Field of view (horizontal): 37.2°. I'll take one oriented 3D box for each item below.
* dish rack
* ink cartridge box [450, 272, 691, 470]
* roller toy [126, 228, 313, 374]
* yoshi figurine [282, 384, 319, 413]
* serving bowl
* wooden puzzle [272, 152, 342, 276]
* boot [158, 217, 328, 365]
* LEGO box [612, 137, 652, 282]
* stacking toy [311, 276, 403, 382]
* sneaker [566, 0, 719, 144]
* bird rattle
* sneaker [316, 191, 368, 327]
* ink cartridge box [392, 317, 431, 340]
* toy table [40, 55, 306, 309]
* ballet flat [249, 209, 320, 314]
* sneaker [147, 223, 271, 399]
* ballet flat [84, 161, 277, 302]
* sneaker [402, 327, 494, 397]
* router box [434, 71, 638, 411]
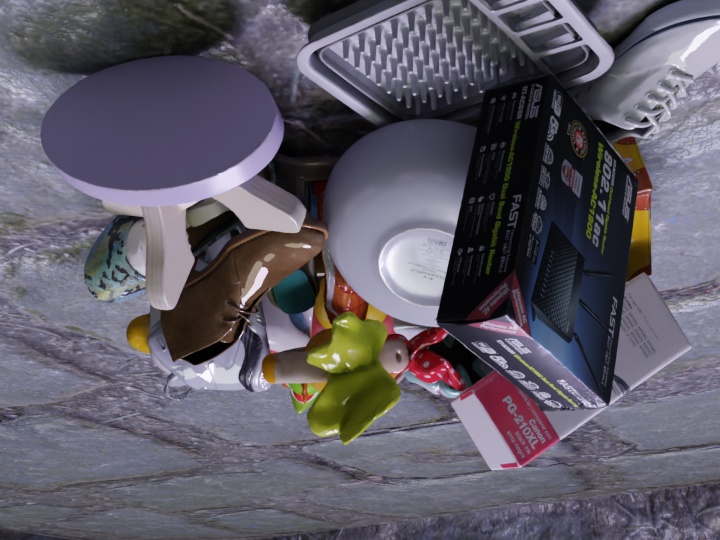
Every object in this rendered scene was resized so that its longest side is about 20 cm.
[{"bbox_3d":[0.068,-0.169,0.782,0.197,0.044,0.171,-17,155,32],"label":"dish rack"},{"bbox_3d":[0.196,0.100,1.017,0.198,0.085,0.145,-33,172,-9],"label":"ink cartridge box"},{"bbox_3d":[-0.143,0.049,1.175,0.197,0.143,0.182,11,155,-29],"label":"roller toy"},{"bbox_3d":[-0.068,0.113,1.437,0.111,0.113,0.200,-34,173,-8],"label":"yoshi figurine"},{"bbox_3d":[0.060,-0.023,0.885,0.196,0.066,0.203,6,132,7],"label":"serving bowl"},{"bbox_3d":[0.009,-0.046,1.045,0.196,0.038,0.186,1,146,-4],"label":"wooden puzzle"},{"bbox_3d":[-0.098,0.020,0.911,0.198,0.077,0.073,-31,147,34],"label":"boot"},{"bbox_3d":[0.168,-0.037,1.003,0.196,0.078,0.150,-16,147,6],"label":"LEGO box"},{"bbox_3d":[-0.007,0.043,1.212,0.143,0.148,0.201,-2,147,0],"label":"stacking toy"},{"bbox_3d":[0.223,-0.141,0.826,0.072,0.072,0.199,12,155,-32],"label":"sneaker"},{"bbox_3d":[-0.001,0.077,1.006,0.160,0.115,0.199,-3,-170,32],"label":"bird rattle"},{"bbox_3d":[0.000,0.000,1.017,0.075,0.074,0.201,-2,147,-1],"label":"sneaker"},{"bbox_3d":[0.142,0.036,1.188,0.196,0.085,0.145,-5,160,11],"label":"ink cartridge box"},{"bbox_3d":[-0.139,-0.077,0.829,0.197,0.186,0.118,18,154,27],"label":"toy table"},{"bbox_3d":[-0.073,-0.025,0.989,0.068,0.071,0.201,-1,154,-2],"label":"ballet flat"},{"bbox_3d":[-0.154,0.027,1.035,0.113,0.204,0.075,-11,-173,-8],"label":"sneaker"},{"bbox_3d":[-0.150,-0.044,0.923,0.200,0.074,0.074,-42,174,-25],"label":"ballet flat"},{"bbox_3d":[0.128,0.115,1.161,0.196,0.079,0.140,3,159,-10],"label":"sneaker"},{"bbox_3d":[0.138,-0.018,0.790,0.061,0.203,0.149,-7,148,39],"label":"router box"}]
